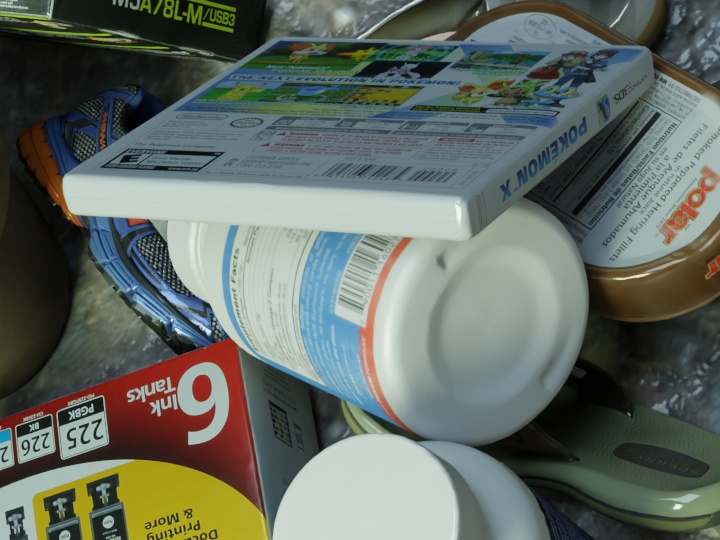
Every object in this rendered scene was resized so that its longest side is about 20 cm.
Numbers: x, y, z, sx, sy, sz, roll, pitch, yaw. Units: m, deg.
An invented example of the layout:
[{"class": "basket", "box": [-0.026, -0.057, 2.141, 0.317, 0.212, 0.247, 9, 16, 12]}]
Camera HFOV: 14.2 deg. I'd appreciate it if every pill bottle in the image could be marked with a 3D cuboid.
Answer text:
[{"class": "pill bottle", "box": [0.000, 0.000, 1.291, 0.200, 0.112, 0.112, 24, 80, 53]}, {"class": "pill bottle", "box": [0.041, 0.137, 1.228, 0.111, 0.200, 0.111, -9, 66, 22]}]

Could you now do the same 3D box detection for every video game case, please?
[{"class": "video game case", "box": [0.001, -0.061, 1.264, 0.200, 0.182, 0.022, 4, 115, 31]}]

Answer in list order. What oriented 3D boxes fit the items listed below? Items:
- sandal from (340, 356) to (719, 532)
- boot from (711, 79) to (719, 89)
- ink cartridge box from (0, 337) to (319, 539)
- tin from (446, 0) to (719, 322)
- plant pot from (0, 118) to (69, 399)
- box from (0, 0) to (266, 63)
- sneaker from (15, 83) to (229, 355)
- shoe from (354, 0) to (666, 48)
[{"class": "sandal", "box": [0.086, 0.062, 1.304, 0.201, 0.057, 0.080, 12, 37, 27]}, {"class": "boot", "box": [0.115, -0.007, 1.329, 0.200, 0.073, 0.182, -13, 52, 14]}, {"class": "ink cartridge box", "box": [-0.115, 0.150, 1.368, 0.200, 0.084, 0.176, -20, 63, 18]}, {"class": "tin", "box": [0.100, -0.052, 1.308, 0.200, 0.042, 0.112, 34, 84, 40]}, {"class": "plant pot", "box": [-0.235, -0.006, 1.437, 0.200, 0.175, 0.200, -10, 65, 22]}, {"class": "box", "box": [-0.179, -0.142, 1.455, 0.200, 0.193, 0.048, 8, 89, 30]}, {"class": "sneaker", "box": [-0.097, -0.024, 1.440, 0.078, 0.075, 0.200, -40, 59, 2]}, {"class": "shoe", "box": [0.052, -0.103, 1.409, 0.200, 0.053, 0.070, -20, 62, 18]}]
